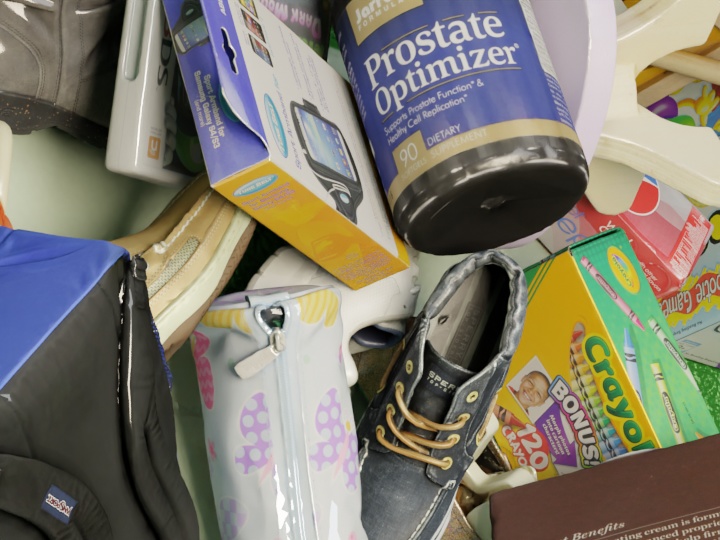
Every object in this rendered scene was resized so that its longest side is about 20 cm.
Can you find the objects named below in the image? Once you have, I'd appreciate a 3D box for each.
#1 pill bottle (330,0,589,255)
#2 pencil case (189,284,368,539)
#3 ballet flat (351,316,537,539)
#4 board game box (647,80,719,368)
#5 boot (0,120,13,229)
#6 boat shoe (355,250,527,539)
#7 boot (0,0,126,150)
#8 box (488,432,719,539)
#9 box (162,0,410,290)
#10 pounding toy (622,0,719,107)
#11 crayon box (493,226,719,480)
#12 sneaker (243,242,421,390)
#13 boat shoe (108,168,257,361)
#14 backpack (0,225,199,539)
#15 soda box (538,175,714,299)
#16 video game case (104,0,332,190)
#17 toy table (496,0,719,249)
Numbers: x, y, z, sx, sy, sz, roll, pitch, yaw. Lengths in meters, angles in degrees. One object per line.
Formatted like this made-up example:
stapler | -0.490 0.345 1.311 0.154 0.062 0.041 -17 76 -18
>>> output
pill bottle | 0.047 -0.119 1.328 0.112 0.112 0.201 4 59 -41
pencil case | -0.037 0.105 1.248 0.083 0.091 0.201 -9 93 -22
ballet flat | 0.062 0.115 1.380 0.068 0.067 0.200 -35 95 -46
board game box | 0.262 -0.043 1.614 0.105 0.103 0.201 17 59 -37
boot | -0.220 -0.005 1.170 0.107 0.075 0.201 18 57 -27
boat shoe | 0.034 0.081 1.306 0.071 0.091 0.201 22 83 3
boot | -0.133 -0.135 1.273 0.200 0.132 0.070 2 29 -43
box | 0.172 0.216 1.278 0.200 0.165 0.165 -87 160 -63
box | -0.043 -0.075 1.249 0.200 0.041 0.119 34 35 -58
pounding toy | 0.181 -0.174 1.548 0.200 0.184 0.143 34 50 -26
crayon box | 0.143 0.089 1.429 0.058 0.119 0.201 -21 84 -46
sneaker | 0.000 0.000 1.364 0.087 0.075 0.200 33 54 6
boat shoe | -0.121 0.011 1.195 0.076 0.072 0.200 40 53 -15
backpack | -0.164 0.097 1.060 0.163 0.167 0.201 -48 136 -40
soda box | 0.133 -0.065 1.531 0.200 0.070 0.063 45 47 -15
video game case | -0.070 -0.130 1.306 0.200 0.023 0.183 14 83 -64
toy table | 0.136 -0.102 1.403 0.117 0.200 0.184 -5 58 -28
